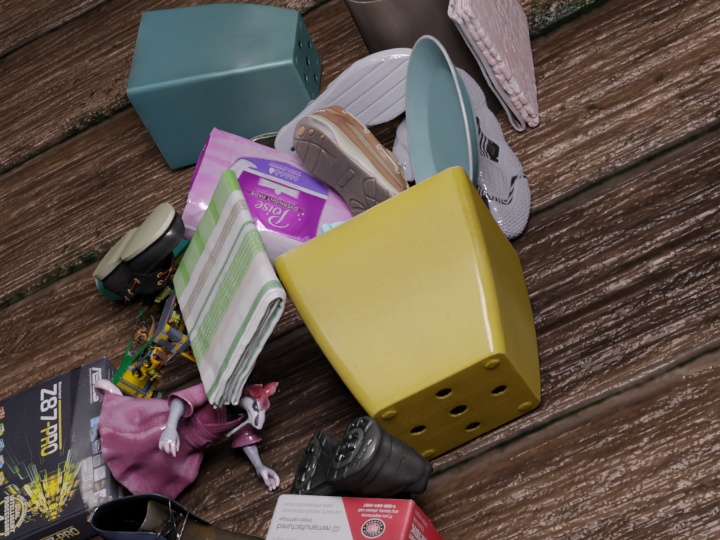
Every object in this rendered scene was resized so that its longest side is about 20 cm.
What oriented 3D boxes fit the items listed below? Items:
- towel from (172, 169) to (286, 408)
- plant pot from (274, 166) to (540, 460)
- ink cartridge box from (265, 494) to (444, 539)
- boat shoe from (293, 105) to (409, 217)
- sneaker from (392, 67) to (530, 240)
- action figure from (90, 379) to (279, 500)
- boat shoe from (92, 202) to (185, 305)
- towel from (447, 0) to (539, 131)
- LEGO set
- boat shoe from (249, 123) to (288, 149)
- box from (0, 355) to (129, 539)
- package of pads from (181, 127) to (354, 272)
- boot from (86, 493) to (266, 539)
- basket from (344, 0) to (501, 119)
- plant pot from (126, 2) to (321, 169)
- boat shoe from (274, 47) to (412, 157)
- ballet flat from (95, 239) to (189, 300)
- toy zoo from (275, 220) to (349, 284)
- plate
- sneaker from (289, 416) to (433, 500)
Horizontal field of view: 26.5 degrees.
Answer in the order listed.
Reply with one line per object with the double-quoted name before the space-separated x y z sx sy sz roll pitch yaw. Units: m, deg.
"towel" -0.127 0.016 1.483 0.150 0.030 0.201 -60 33 28
"plant pot" 0.064 0.059 1.437 0.199 0.200 0.177 -26 57 9
"ink cartridge box" -0.024 0.307 1.348 0.143 0.084 0.201 -3 54 29
"boat shoe" 0.018 -0.095 1.601 0.076 0.200 0.072 -34 8 47
"sneaker" 0.102 -0.105 1.620 0.115 0.075 0.201 -40 65 43
"action figure" -0.161 0.153 1.535 0.199 0.134 0.150 -31 42 19
"boat shoe" -0.223 -0.016 1.622 0.074 0.063 0.201 -57 13 -28
"towel" 0.138 -0.277 1.654 0.032 0.200 0.192 -18 48 20
"LEGO set" -0.171 0.067 1.644 0.154 0.115 0.201 -47 21 32
"boat shoe" -0.064 -0.142 1.760 0.199 0.064 0.071 6 57 35
"box" -0.328 0.206 1.645 0.160 0.049 0.201 -22 46 11
"package of pads" -0.087 -0.061 1.634 0.198 0.076 0.121 19 53 -6
"boot" -0.169 0.264 1.463 0.198 0.097 0.075 -4 52 29
"basket" 0.066 -0.266 1.687 0.135 0.200 0.181 -13 48 22
"plant pot" -0.155 -0.234 1.847 0.198 0.142 0.142 -9 50 15
"boat shoe" -0.010 -0.186 1.651 0.199 0.072 0.071 -28 20 24
"ballet flat" -0.215 -0.025 1.764 0.198 0.070 0.070 -20 46 17
"toy zoo" 0.000 0.000 1.507 0.130 0.200 0.021 -28 59 8
"plate" 0.085 -0.133 1.518 0.025 0.201 0.201 -10 43 -14
"sneaker" -0.002 0.192 1.415 0.200 0.090 0.076 -23 42 65
